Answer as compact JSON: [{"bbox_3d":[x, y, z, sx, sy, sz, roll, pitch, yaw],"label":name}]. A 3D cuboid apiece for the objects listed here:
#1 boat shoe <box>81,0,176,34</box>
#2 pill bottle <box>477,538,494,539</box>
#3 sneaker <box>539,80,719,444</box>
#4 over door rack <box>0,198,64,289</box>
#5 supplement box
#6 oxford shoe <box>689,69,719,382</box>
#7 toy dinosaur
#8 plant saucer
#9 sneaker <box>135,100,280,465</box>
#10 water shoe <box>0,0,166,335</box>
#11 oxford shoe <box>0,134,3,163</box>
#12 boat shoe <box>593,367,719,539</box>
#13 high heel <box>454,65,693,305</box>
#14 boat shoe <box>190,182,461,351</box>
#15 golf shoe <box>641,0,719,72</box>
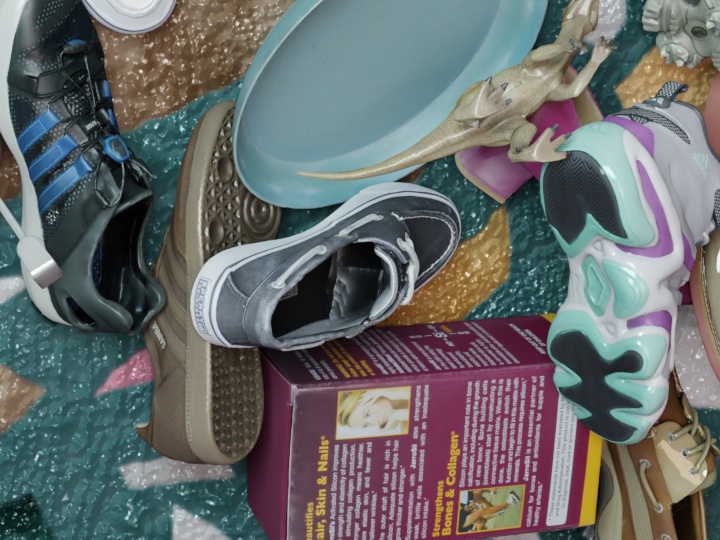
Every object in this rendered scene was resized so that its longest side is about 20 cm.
[{"bbox_3d":[-0.135,-0.211,0.927,0.073,0.065,0.201,-22,114,-11],"label":"boat shoe"},{"bbox_3d":[-0.006,0.229,1.102,0.199,0.116,0.116,-16,113,-14],"label":"pill bottle"},{"bbox_3d":[0.171,-0.009,1.027,0.140,0.078,0.201,-35,134,-36],"label":"sneaker"},{"bbox_3d":[-0.249,-0.022,0.901,0.147,0.200,0.067,-35,154,-5],"label":"over door rack"},{"bbox_3d":[0.038,0.096,1.086,0.199,0.086,0.111,-3,109,-19],"label":"supplement box"},{"bbox_3d":[0.242,-0.027,1.083,0.070,0.075,0.201,4,87,-49],"label":"oxford shoe"},{"bbox_3d":[0.070,-0.083,0.976,0.200,0.101,0.058,-36,106,-8],"label":"toy dinosaur"},{"bbox_3d":[0.012,-0.113,0.985,0.199,0.027,0.200,-28,151,-17],"label":"plant saucer"},{"bbox_3d":[-0.096,0.006,1.017,0.070,0.075,0.201,9,83,-53],"label":"sneaker"},{"bbox_3d":[-0.139,-0.062,0.963,0.071,0.079,0.201,-38,132,-46],"label":"water shoe"},{"bbox_3d":[-0.237,0.007,0.981,0.072,0.071,0.201,24,93,-59],"label":"oxford shoe"},{"bbox_3d":[0.188,0.113,1.140,0.076,0.074,0.201,-41,133,-47],"label":"boat shoe"},{"bbox_3d":[0.158,-0.050,1.072,0.200,0.068,0.096,33,136,-17],"label":"high heel"},{"bbox_3d":[0.000,0.000,1.008,0.199,0.068,0.072,-17,112,-45],"label":"boat shoe"},{"bbox_3d":[0.190,-0.203,1.014,0.200,0.078,0.098,71,39,-56],"label":"golf shoe"}]
